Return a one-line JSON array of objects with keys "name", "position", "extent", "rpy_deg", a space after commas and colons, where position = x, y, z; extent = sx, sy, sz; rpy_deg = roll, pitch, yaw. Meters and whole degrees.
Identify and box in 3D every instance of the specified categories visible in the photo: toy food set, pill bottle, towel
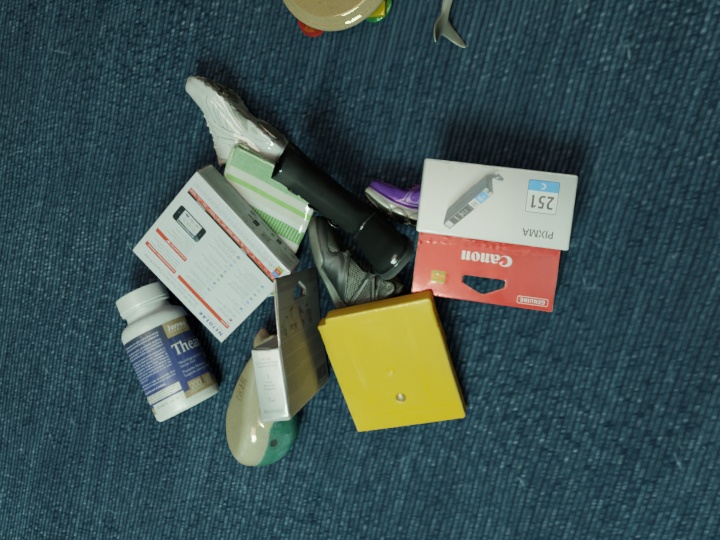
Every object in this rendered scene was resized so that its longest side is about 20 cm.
[{"name": "toy food set", "position": [-0.038, -0.443, 0.915], "extent": [0.195, 0.049, 0.204], "rpy_deg": [6, 97, 17]}, {"name": "pill bottle", "position": [-0.315, 0.127, 1.028], "extent": [0.109, 0.111, 0.204], "rpy_deg": [-26, 88, 18]}, {"name": "towel", "position": [-0.158, -0.071, 0.974], "extent": [0.150, 0.023, 0.203], "rpy_deg": [27, 114, 4]}]

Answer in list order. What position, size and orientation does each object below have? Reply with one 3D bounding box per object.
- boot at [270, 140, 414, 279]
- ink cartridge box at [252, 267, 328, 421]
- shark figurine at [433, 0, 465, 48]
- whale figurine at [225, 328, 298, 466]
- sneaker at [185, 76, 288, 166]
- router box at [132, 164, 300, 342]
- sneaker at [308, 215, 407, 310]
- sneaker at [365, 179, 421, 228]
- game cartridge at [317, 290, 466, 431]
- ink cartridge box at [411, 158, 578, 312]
[{"name": "boot", "position": [-0.028, -0.084, 0.851], "extent": [0.199, 0.165, 0.066], "rpy_deg": [41, 94, -19]}, {"name": "ink cartridge box", "position": [-0.098, 0.095, 0.900], "extent": [0.043, 0.200, 0.181], "rpy_deg": [-6, 93, 12]}, {"name": "shark figurine", "position": [0.160, -0.407, 0.837], "extent": [0.213, 0.089, 0.130], "rpy_deg": [-36, 83, 16]}, {"name": "whale figurine", "position": [-0.140, 0.197, 0.985], "extent": [0.102, 0.158, 0.206], "rpy_deg": [11, 89, -27]}, {"name": "sneaker", "position": [-0.206, -0.214, 0.979], "extent": [0.199, 0.078, 0.100], "rpy_deg": [43, 109, 10]}, {"name": "router box", "position": [-0.220, -0.023, 0.969], "extent": [0.179, 0.049, 0.200], "rpy_deg": [-41, 96, 24]}, {"name": "sneaker", "position": [0.000, 0.000, 0.936], "extent": [0.112, 0.076, 0.203], "rpy_deg": [-25, 91, 16]}, {"name": "sneaker", "position": [0.104, -0.100, 0.902], "extent": [0.195, 0.081, 0.086], "rpy_deg": [13, 85, 6]}, {"name": "game cartridge", "position": [0.046, 0.136, 0.919], "extent": [0.172, 0.033, 0.204], "rpy_deg": [-11, 113, 18]}, {"name": "ink cartridge box", "position": [0.169, -0.044, 0.830], "extent": [0.194, 0.045, 0.181], "rpy_deg": [7, 96, 7]}]
